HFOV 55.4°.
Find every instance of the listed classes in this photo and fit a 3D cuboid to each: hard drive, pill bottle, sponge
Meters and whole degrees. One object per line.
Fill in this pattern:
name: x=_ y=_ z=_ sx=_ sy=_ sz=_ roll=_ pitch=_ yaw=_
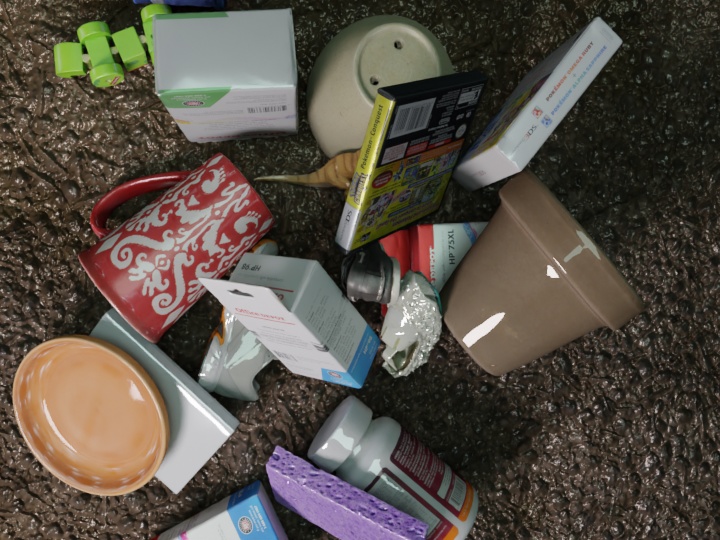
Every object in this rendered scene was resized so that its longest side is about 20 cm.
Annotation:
hard drive: x=-0.256 y=0.158 z=0.818 sx=0.200 sy=0.026 sz=0.132 roll=43 pitch=112 yaw=-3
pill bottle: x=0.038 y=0.250 z=0.830 sx=0.199 sy=0.110 sz=0.110 roll=40 pitch=85 yaw=-4
sponge: x=-0.016 y=0.280 z=0.790 sx=0.196 sy=0.113 sz=0.030 roll=22 pitch=53 yaw=19

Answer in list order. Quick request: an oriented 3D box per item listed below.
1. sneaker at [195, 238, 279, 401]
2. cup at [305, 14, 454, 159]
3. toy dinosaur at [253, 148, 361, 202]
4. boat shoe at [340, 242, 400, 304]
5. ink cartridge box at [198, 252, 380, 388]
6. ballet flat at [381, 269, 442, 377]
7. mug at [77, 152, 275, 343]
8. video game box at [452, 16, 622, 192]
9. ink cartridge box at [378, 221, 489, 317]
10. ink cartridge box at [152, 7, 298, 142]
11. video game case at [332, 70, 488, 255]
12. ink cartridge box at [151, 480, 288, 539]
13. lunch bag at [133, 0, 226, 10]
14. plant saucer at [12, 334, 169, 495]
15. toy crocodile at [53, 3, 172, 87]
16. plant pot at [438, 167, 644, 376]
sneaker: x=-0.129 y=0.064 z=0.843 sx=0.090 sy=0.076 sz=0.204 roll=21 pitch=94 yaw=-12
cup: x=0.033 y=-0.220 z=0.823 sx=0.195 sy=0.143 sz=0.206 roll=0 pitch=89 yaw=-5
toy dinosaur: x=-0.025 y=-0.116 z=0.844 sx=0.106 sy=0.197 sz=0.061 roll=47 pitch=51 yaw=-30
boat shoe: x=0.000 y=0.000 z=0.784 sx=0.056 sy=0.200 sz=0.069 roll=6 pitch=94 yaw=-10
ink cartridge box: x=-0.073 y=0.045 z=0.763 sx=0.201 sy=0.114 sz=0.068 roll=54 pitch=55 yaw=-42
ballet flat: x=0.053 y=0.076 z=0.792 sx=0.070 sy=0.201 sz=0.073 roll=-1 pitch=61 yaw=2
mug: x=-0.220 y=-0.049 z=0.802 sx=0.199 sy=0.133 sz=0.178 roll=-41 pitch=95 yaw=-8
video game box: x=0.196 y=-0.185 z=0.811 sx=0.047 sy=0.200 sz=0.183 roll=41 pitch=86 yaw=-5
ink cartridge box: x=0.124 y=0.000 z=0.865 sx=0.195 sy=0.067 sz=0.119 roll=-3 pitch=91 yaw=-6
ink cartridge box: x=-0.143 y=-0.212 z=0.777 sx=0.142 sy=0.200 sz=0.090 roll=-5 pitch=86 yaw=-5
video game case: x=0.058 y=-0.125 z=0.767 sx=0.025 sy=0.199 sz=0.184 roll=34 pitch=126 yaw=24
ink cartridge box: x=-0.185 y=0.358 z=0.819 sx=0.197 sy=0.067 sz=0.118 roll=-26 pitch=91 yaw=-6
lunch bag: x=-0.217 y=-0.415 z=0.790 sx=0.129 sy=0.136 sz=0.205 roll=2 pitch=66 yaw=-7
plant saucer: x=-0.309 y=0.166 z=0.800 sx=0.195 sy=0.038 sz=0.205 roll=4 pitch=110 yaw=12
toy crocodile: x=-0.276 y=-0.272 z=0.838 sx=0.196 sy=0.062 sz=0.069 roll=-20 pitch=91 yaw=-11
plant pot: x=0.181 y=0.018 z=0.760 sx=0.174 sy=0.200 sz=0.201 roll=-41 pitch=93 yaw=15
